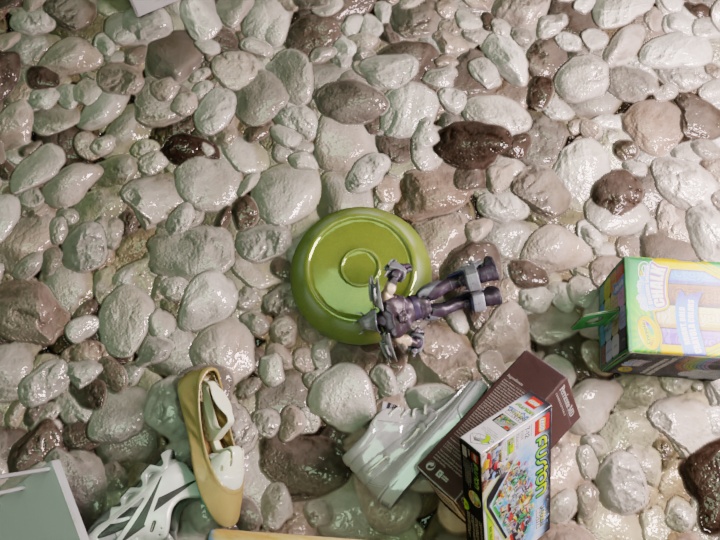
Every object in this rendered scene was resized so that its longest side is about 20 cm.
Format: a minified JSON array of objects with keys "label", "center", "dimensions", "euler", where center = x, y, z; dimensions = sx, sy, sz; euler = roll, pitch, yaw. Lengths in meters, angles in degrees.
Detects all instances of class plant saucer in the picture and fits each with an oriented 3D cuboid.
[{"label":"plant saucer","center":[0.000,0.000,1.061],"dimensions":[0.197,0.031,0.203],"euler":[-1,72,2]}]

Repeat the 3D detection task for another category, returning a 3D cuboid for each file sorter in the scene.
[{"label":"file sorter","center":[-0.426,0.331,0.871],"dimensions":[0.199,0.124,0.140],"euler":[-35,72,16]}]

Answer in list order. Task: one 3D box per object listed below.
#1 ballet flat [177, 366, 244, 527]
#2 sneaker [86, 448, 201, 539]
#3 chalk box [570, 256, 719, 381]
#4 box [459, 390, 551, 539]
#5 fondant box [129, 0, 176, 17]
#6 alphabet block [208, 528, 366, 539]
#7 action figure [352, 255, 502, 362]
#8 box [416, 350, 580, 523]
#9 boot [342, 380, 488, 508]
[{"label":"ballet flat","center":[-0.180,0.215,0.966],"dimensions":[0.063,0.068,0.202],"euler":[-31,69,26]},{"label":"sneaker","center":[-0.271,0.322,0.935],"dimensions":[0.088,0.074,0.200],"euler":[38,77,15]},{"label":"chalk box","center":[0.372,0.061,0.982],"dimensions":[0.197,0.125,0.125],"euler":[5,72,2]},{"label":"box","center":[0.168,0.246,0.881],"dimensions":[0.109,0.202,0.035],"euler":[-26,36,-26]},{"label":"fondant box","center":[-0.331,-0.521,1.232],"dimensions":[0.143,0.058,0.202],"euler":[-25,71,-7]},{"label":"alphabet block","center":[-0.056,0.394,0.822],"dimensions":[0.197,0.197,0.198],"euler":[1,64,8]},{"label":"action figure","center":[0.084,0.044,1.006],"dimensions":[0.198,0.069,0.132],"euler":[-16,114,-8]},{"label":"box","center":[0.172,0.207,0.941],"dimensions":[0.200,0.100,0.075],"euler":[-46,46,-13]},{"label":"boot","center":[0.067,0.192,0.972],"dimensions":[0.095,0.074,0.200],"euler":[40,72,17]}]
